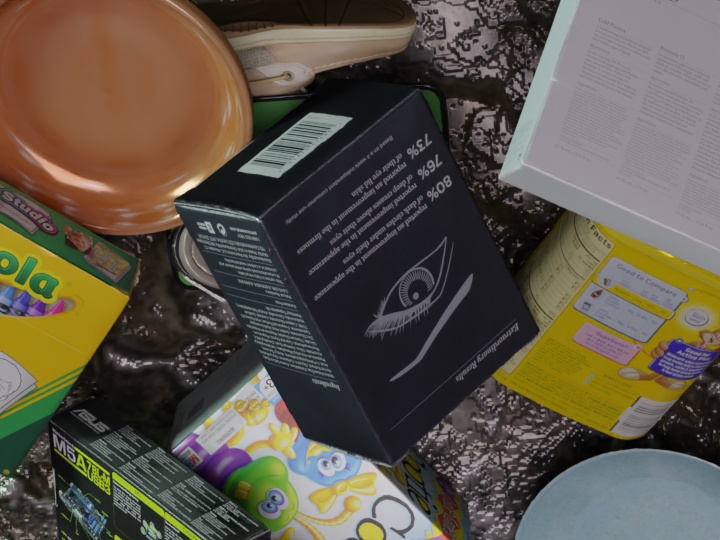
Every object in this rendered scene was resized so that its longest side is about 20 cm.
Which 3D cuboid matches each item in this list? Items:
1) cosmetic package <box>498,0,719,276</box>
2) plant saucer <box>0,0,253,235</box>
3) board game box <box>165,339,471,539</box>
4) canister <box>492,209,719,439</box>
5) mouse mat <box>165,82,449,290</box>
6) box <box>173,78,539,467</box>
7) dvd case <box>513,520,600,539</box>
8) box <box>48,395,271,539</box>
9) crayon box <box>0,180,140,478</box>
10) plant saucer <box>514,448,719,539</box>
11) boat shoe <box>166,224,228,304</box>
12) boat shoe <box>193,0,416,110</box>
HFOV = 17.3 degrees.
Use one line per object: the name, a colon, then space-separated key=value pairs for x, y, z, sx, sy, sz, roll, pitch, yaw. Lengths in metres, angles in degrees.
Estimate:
cosmetic package: x=0.202 y=-0.089 z=1.447 sx=0.199 sy=0.052 sz=0.151 roll=23 pitch=77 yaw=-10
plant saucer: x=-0.165 y=-0.113 z=1.526 sx=0.199 sy=0.038 sz=0.201 roll=5 pitch=127 yaw=7
board game box: x=-0.026 y=0.146 z=1.639 sx=0.103 sy=0.105 sz=0.200 roll=-42 pitch=103 yaw=12
canister: x=0.181 y=0.014 z=1.561 sx=0.148 sy=0.087 sz=0.200 roll=25 pitch=136 yaw=-10
mouse mat: x=-0.037 y=-0.054 z=1.597 sx=0.199 sy=0.008 sz=0.161 roll=-3 pitch=129 yaw=2
box: x=0.000 y=0.000 z=1.510 sx=0.148 sy=0.104 sz=0.201 roll=-39 pitch=118 yaw=-25
dvd case: x=0.141 y=0.283 z=1.721 sx=0.150 sy=0.025 sz=0.200 roll=32 pitch=105 yaw=-8
box: x=-0.136 y=0.212 z=1.605 sx=0.047 sy=0.200 sz=0.194 roll=-22 pitch=128 yaw=-35
crayon box: x=-0.274 y=0.019 z=1.560 sx=0.199 sy=0.058 sz=0.173 roll=30 pitch=119 yaw=-11
plant saucer: x=0.207 y=0.206 z=1.652 sx=0.200 sy=0.039 sz=0.202 roll=5 pitch=114 yaw=11
boat shoe: x=-0.042 y=0.008 z=1.620 sx=0.199 sy=0.063 sz=0.073 roll=21 pitch=79 yaw=-24
boat shoe: x=-0.060 y=-0.143 z=1.569 sx=0.199 sy=0.072 sz=0.065 roll=-6 pitch=118 yaw=4
